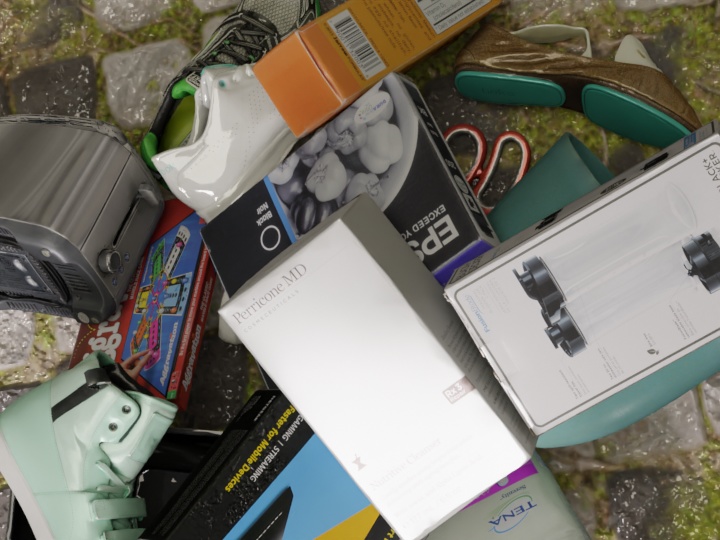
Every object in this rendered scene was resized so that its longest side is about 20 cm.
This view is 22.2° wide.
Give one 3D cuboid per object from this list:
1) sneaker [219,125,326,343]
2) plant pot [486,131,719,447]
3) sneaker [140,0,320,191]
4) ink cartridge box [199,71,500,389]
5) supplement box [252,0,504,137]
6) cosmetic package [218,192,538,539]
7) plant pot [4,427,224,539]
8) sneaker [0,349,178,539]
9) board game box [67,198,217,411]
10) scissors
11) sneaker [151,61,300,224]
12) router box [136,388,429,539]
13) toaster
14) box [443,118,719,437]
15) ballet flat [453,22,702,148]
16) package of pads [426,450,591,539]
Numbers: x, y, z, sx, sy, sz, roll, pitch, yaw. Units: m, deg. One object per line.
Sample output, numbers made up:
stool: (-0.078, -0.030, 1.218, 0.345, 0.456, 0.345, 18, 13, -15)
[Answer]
sneaker: (-0.033, -0.021, 1.403, 0.088, 0.075, 0.200, 31, 89, 2)
plant pot: (0.149, 0.029, 1.303, 0.161, 0.201, 0.201, -40, 77, 11)
sneaker: (-0.098, -0.148, 1.427, 0.078, 0.085, 0.200, 31, 90, 13)
ink cartridge box: (0.000, 0.000, 1.274, 0.198, 0.043, 0.200, -38, 65, 23)
supplement box: (0.016, -0.173, 1.350, 0.067, 0.200, 0.069, -32, 91, 49)
cosmetic package: (0.016, 0.062, 1.203, 0.113, 0.081, 0.200, -39, 96, 20)
plant pot: (-0.137, 0.215, 1.347, 0.200, 0.177, 0.200, 4, 84, 11)
sneaker: (-0.158, 0.149, 1.228, 0.118, 0.074, 0.201, -39, 75, 12)
board game box: (-0.161, 0.026, 1.390, 0.103, 0.019, 0.200, -10, 48, 23)
scissors: (0.066, -0.021, 1.414, 0.073, 0.014, 0.200, 23, 87, 11)
sneaker: (-0.076, -0.133, 1.376, 0.088, 0.075, 0.200, 41, 72, -17)
router box: (-0.068, 0.199, 1.206, 0.149, 0.051, 0.200, 46, 68, -18)
toaster: (-0.247, -0.043, 1.409, 0.200, 0.114, 0.129, 6, 52, 33)
box: (0.167, 0.005, 1.165, 0.200, 0.060, 0.117, -32, 97, 15)
ballet flat: (0.170, -0.148, 1.389, 0.200, 0.068, 0.072, 15, 68, 17)
package of pads: (0.070, 0.228, 1.296, 0.200, 0.068, 0.155, -28, 44, -1)
